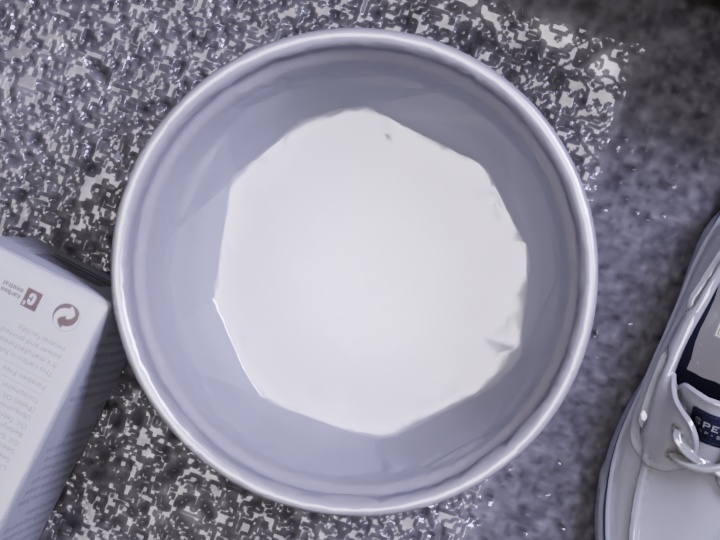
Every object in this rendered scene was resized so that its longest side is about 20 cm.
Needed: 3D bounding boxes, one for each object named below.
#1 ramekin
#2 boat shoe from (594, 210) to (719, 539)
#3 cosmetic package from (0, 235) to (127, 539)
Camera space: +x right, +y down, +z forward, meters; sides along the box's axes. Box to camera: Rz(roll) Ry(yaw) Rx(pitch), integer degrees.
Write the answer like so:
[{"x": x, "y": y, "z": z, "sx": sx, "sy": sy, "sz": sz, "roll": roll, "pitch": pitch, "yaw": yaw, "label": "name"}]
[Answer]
[{"x": 0.000, "y": 0.000, "z": 0.818, "sx": 0.200, "sy": 0.105, "sz": 0.200, "roll": 0, "pitch": 90, "yaw": 4, "label": "ramekin"}, {"x": 0.150, "y": 0.062, "z": 0.825, "sx": 0.074, "sy": 0.065, "sz": 0.200, "roll": 13, "pitch": 91, "yaw": 4, "label": "boat shoe"}, {"x": -0.172, "y": 0.087, "z": 0.833, "sx": 0.071, "sy": 0.101, "sz": 0.200, "roll": 26, "pitch": 91, "yaw": 4, "label": "cosmetic package"}]
